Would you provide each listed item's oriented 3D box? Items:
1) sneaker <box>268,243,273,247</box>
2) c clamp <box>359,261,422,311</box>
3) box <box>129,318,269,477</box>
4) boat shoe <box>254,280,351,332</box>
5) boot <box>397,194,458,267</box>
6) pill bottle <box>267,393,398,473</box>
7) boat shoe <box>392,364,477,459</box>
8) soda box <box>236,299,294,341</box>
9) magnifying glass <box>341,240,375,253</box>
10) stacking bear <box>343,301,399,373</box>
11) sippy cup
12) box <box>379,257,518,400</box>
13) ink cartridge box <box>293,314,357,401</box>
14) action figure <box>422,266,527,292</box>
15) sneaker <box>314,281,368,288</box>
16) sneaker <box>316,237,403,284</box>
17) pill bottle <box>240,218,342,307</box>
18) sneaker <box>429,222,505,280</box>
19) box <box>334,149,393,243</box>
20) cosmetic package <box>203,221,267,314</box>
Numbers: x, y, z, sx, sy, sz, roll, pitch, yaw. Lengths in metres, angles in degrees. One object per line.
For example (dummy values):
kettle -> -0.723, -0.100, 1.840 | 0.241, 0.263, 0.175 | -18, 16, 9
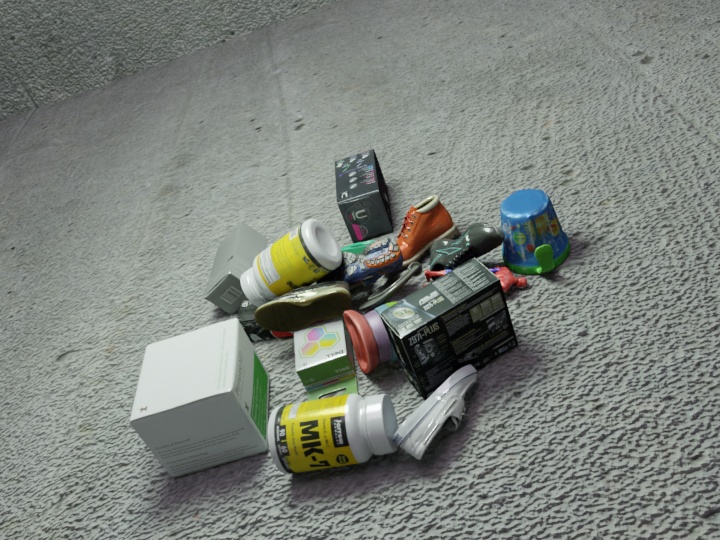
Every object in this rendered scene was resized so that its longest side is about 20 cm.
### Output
sneaker -> -0.141, -0.017, 1.707 | 0.199, 0.076, 0.081 | -6, 46, 35
c clamp -> 0.068, 0.022, 1.487 | 0.171, 0.027, 0.200 | -38, 3, -13
box -> -0.287, 0.233, 1.376 | 0.199, 0.172, 0.199 | -18, 36, 8
boat shoe -> -0.111, 0.068, 1.479 | 0.200, 0.072, 0.066 | -15, 26, 14
boot -> 0.107, -0.081, 1.605 | 0.200, 0.108, 0.075 | -34, 27, -13
pill bottle -> -0.044, 0.269, 1.243 | 0.199, 0.115, 0.115 | -13, 37, 15
boat shoe -> 0.139, 0.236, 1.235 | 0.065, 0.074, 0.200 | 40, 60, 19
soda box -> -0.159, 0.095, 1.571 | 0.199, 0.064, 0.071 | -9, 39, 20
magnifying glass -> -0.034, -0.041, 1.635 | 0.199, 0.023, 0.079 | -18, 12, -40
stacking bear -> 0.086, 0.104, 1.389 | 0.199, 0.122, 0.114 | -18, 4, -13
sippy cup -> 0.334, -0.084, 1.467 | 0.140, 0.131, 0.178 | -40, 40, -21
box -> 0.156, 0.103, 1.300 | 0.199, 0.164, 0.086 | -30, 37, -8
ink cartridge box -> -0.069, 0.165, 1.435 | 0.103, 0.059, 0.200 | -19, 36, 7
action figure -> 0.225, 0.025, 1.460 | 0.199, 0.052, 0.066 | -3, 46, 19
sneaker -> -0.074, 0.024, 1.612 | 0.199, 0.072, 0.073 | -15, 44, 17
sneaker -> 0.000, 0.000, 1.534 | 0.199, 0.078, 0.076 | -15, 55, 19
pill bottle -> -0.144, -0.008, 1.515 | 0.200, 0.112, 0.113 | -33, 31, 23
sneaker -> 0.211, -0.033, 1.496 | 0.200, 0.075, 0.080 | -27, 35, 52
box -> 0.006, -0.180, 1.778 | 0.106, 0.123, 0.200 | -17, 36, 9
cosmetic package -> -0.286, -0.008, 1.730 | 0.107, 0.090, 0.200 | -42, 29, 27
